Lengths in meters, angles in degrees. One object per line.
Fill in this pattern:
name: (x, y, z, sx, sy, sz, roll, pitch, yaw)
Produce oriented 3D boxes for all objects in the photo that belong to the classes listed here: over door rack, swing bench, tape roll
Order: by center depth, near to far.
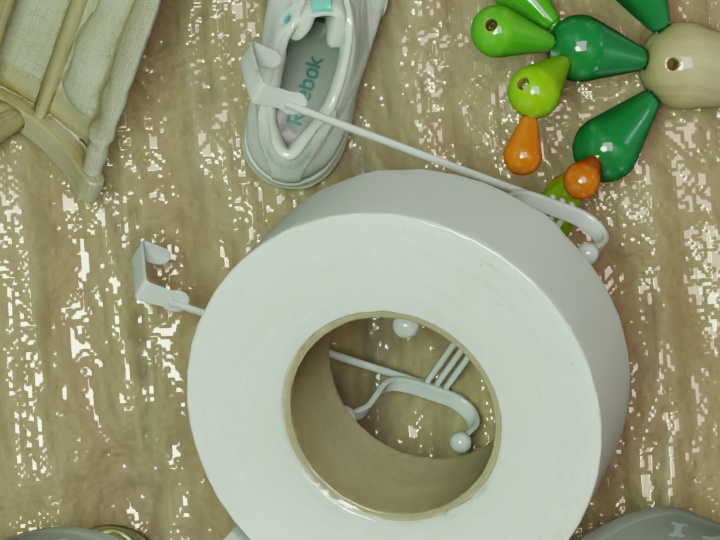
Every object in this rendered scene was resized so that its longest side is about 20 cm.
tape roll: (0.023, 0.057, 1.315, 0.202, 0.071, 0.203, 6, 111, 15)
swing bench: (-0.203, -0.127, 1.332, 0.200, 0.199, 0.130, -16, 53, -41)
over door rack: (0.000, 0.000, 1.376, 0.200, 0.067, 0.148, 26, 122, -12)

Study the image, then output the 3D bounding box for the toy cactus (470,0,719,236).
toy cactus: (0.128, -0.105, 1.434, 0.165, 0.102, 0.200, 6, 83, -21)

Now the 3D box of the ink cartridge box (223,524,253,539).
ink cartridge box: (-0.008, 0.209, 1.357, 0.047, 0.160, 0.200, -40, 90, 11)

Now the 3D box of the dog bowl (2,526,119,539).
dog bowl: (-0.160, 0.224, 1.357, 0.200, 0.059, 0.200, -2, 87, 31)

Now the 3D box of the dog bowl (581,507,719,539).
dog bowl: (0.160, 0.218, 1.369, 0.200, 0.059, 0.200, -3, 96, -34)

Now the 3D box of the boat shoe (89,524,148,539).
boat shoe: (-0.136, 0.228, 1.404, 0.073, 0.063, 0.201, 10, 86, -1)

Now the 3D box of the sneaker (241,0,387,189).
sneaker: (-0.017, -0.143, 1.420, 0.075, 0.088, 0.200, 8, 86, 0)
